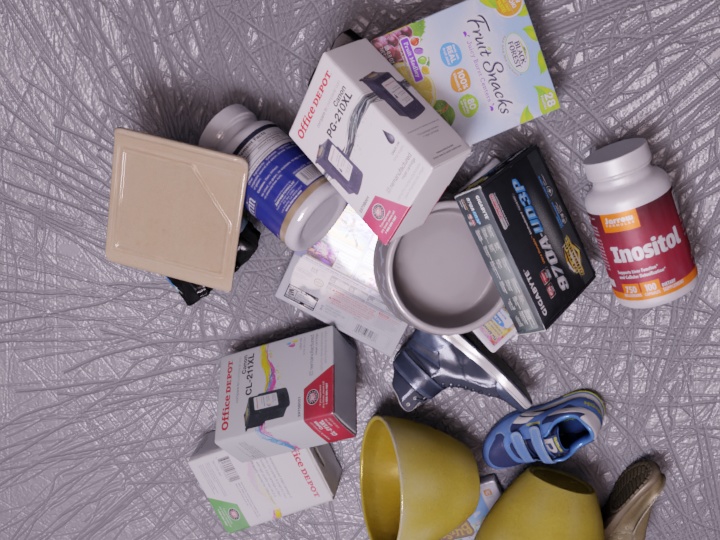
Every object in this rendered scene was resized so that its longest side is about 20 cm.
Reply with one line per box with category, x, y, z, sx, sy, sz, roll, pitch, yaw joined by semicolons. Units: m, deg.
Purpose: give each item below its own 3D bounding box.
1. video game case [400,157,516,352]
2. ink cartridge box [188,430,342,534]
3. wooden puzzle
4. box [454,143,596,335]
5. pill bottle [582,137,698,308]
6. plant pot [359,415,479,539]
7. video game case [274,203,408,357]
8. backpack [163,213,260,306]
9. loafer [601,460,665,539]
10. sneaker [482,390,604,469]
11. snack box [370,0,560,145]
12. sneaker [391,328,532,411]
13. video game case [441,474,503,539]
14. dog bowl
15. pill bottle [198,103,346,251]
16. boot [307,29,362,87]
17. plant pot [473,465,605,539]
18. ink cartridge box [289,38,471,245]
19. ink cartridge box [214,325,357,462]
video game case;0.184;-0.020;1.202;0.182;0.024;0.200;-43;98;2
ink cartridge box;-0.148;0.311;1.376;0.198;0.088;0.147;-21;105;18
wooden puzzle;-0.245;-0.081;1.157;0.182;0.037;0.203;14;117;5
box;0.217;-0.043;1.120;0.046;0.158;0.202;-17;102;46
pill bottle;0.361;-0.063;1.134;0.112;0.113;0.202;-19;105;16
plant pot;0.093;0.315;1.286;0.140;0.200;0.203;0;112;-17
video game case;0.000;0.000;1.259;0.198;0.046;0.183;27;111;0
backpack;-0.259;-0.079;1.240;0.163;0.155;0.199;-39;118;25
loafer;0.405;0.368;1.304;0.067;0.076;0.202;25;122;0
sneaker;0.265;0.245;1.279;0.199;0.082;0.074;-31;103;21
snack box;0.131;-0.248;1.104;0.198;0.068;0.171;-23;99;0
sneaker;0.139;0.170;1.270;0.202;0.077;0.147;40;101;5
video game case;0.158;0.436;1.398;0.198;0.022;0.184;-21;104;17
dog bowl;0.117;-0.006;1.159;0.197;0.059;0.203;-1;98;-3
pill bottle;-0.121;-0.130;1.177;0.200;0.115;0.116;41;113;17
boot;0.010;-0.200;1.172;0.199;0.066;0.166;36;99;-10
plant pot;0.274;0.372;1.262;0.197;0.200;0.144;16;96;4
ink cartridge box;0.018;-0.159;1.064;0.200;0.084;0.145;49;139;15
ink cartridge box;-0.110;0.184;1.276;0.197;0.147;0.083;-17;142;20
